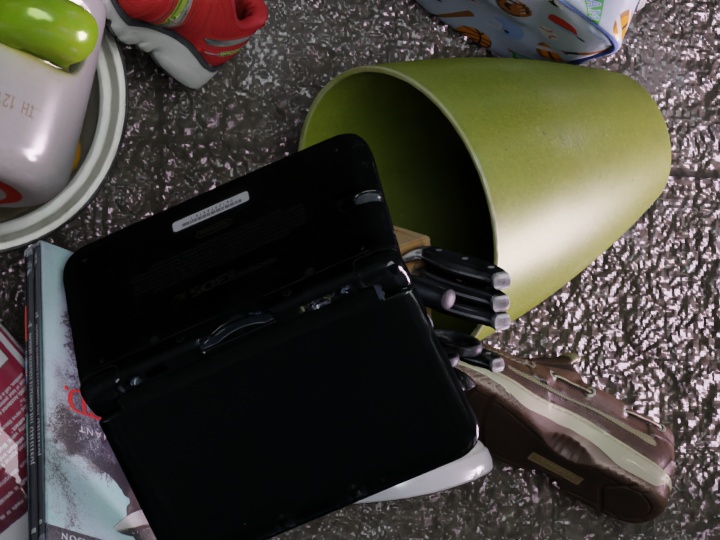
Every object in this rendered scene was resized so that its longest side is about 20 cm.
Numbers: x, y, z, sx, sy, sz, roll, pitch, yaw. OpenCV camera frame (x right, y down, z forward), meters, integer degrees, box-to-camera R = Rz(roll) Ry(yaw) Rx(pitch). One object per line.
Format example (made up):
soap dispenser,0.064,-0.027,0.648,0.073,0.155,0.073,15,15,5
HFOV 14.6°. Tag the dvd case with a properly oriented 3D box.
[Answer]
dvd case,-0.136,0.091,1.669,0.146,0.022,0.200,22,52,-37

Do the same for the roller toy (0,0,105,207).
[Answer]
roller toy,-0.243,-0.109,1.574,0.182,0.200,0.140,12,81,-4

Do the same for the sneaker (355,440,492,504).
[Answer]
sneaker,-0.012,0.105,1.764,0.199,0.073,0.085,-3,88,-18

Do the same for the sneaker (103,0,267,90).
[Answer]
sneaker,-0.118,-0.181,1.702,0.085,0.200,0.077,-36,66,11

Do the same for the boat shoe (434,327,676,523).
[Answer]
boat shoe,0.116,0.086,1.821,0.202,0.075,0.075,33,55,-14

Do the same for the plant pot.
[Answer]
plant pot,0.094,-0.059,1.778,0.200,0.187,0.188,-19,91,-37

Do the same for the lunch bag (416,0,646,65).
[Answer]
lunch bag,0.088,-0.203,1.784,0.200,0.160,0.076,30,76,-13

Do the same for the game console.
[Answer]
game console,-0.054,0.045,1.633,0.200,0.176,0.116,-23,136,8

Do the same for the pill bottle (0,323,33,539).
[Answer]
pill bottle,-0.218,0.109,1.675,0.110,0.110,0.200,-43,99,-18

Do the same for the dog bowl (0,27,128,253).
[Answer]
dog bowl,-0.245,-0.104,1.706,0.200,0.074,0.201,2,85,-18

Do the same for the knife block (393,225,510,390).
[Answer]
knife block,0.000,0.000,1.699,0.064,0.176,0.200,-17,70,-43
